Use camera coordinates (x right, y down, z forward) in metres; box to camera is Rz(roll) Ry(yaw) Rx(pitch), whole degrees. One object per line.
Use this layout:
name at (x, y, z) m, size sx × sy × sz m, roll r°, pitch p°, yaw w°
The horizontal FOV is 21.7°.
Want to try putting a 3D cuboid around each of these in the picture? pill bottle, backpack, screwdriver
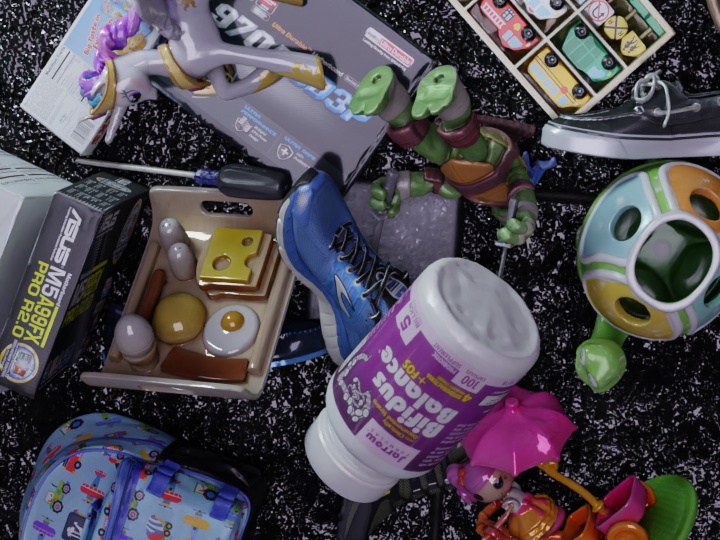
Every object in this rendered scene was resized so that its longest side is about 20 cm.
pill bottle at (0.042, 0.093, 1.479) m, size 0.112 × 0.112 × 0.200 m, roll 39°, pitch 122°, yaw -2°
backpack at (-0.200, 0.221, 1.594) m, size 0.199 × 0.135 × 0.184 m, roll 23°, pitch 98°, yaw 3°
screwdriver at (-0.154, -0.079, 1.582) m, size 0.198 × 0.029 × 0.028 m, roll 4°, pitch 139°, yaw 17°

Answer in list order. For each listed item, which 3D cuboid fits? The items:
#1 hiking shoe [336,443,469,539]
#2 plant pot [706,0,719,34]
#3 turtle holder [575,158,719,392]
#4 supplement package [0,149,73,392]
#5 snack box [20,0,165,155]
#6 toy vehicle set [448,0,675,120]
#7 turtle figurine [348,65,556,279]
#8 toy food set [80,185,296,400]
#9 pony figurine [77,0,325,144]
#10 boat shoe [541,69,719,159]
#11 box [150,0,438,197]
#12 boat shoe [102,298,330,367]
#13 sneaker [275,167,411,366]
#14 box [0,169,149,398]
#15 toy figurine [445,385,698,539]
hiking shoe at (0.059, 0.167, 1.596) m, size 0.100 × 0.076 × 0.201 m, roll 35°, pitch 98°, yaw 2°
plant pot at (0.372, -0.243, 1.510) m, size 0.199 × 0.093 × 0.203 m, roll 0°, pitch 97°, yaw 4°
turtle holder at (0.233, -0.005, 1.532) m, size 0.185 × 0.132 × 0.142 m, roll -30°, pitch 95°, yaw 7°
supplement package at (-0.367, -0.018, 1.551) m, size 0.199 × 0.147 × 0.193 m, roll 25°, pitch 99°, yaw 10°
snack box at (-0.205, -0.200, 1.585) m, size 0.072 × 0.024 × 0.201 m, roll 37°, pitch 99°, yaw 11°
toy vehicle set at (0.150, -0.231, 1.560) m, size 0.124 × 0.027 × 0.200 m, roll -42°, pitch 93°, yaw 8°
turtle figurine at (0.066, -0.061, 1.508) m, size 0.200 × 0.144 × 0.194 m, roll -40°, pitch 129°, yaw 0°
toy food set at (-0.134, 0.015, 1.535) m, size 0.142 × 0.061 × 0.201 m, roll 3°, pitch 54°, yaw 17°
pony figurine at (-0.141, -0.211, 1.490) m, size 0.198 × 0.167 × 0.195 m, roll -11°, pitch 103°, yaw -8°
boat shoe at (0.246, -0.128, 1.536) m, size 0.197 × 0.074 × 0.069 m, roll 0°, pitch 102°, yaw -2°
box at (-0.059, -0.169, 1.573) m, size 0.199 × 0.046 × 0.159 m, roll 37°, pitch 99°, yaw -1°
boat shoe at (-0.124, 0.050, 1.591) m, size 0.198 × 0.084 × 0.069 m, roll -4°, pitch 96°, yaw 2°
sneaker at (0.000, 0.000, 1.533) m, size 0.089 × 0.079 × 0.201 m, roll 5°, pitch 133°, yaw 40°
box at (-0.236, 0.006, 1.532) m, size 0.044 × 0.200 × 0.161 m, roll 23°, pitch 98°, yaw 0°
toy figurine at (0.144, 0.182, 1.549) m, size 0.184 × 0.150 × 0.200 m, roll 44°, pitch 124°, yaw -14°
